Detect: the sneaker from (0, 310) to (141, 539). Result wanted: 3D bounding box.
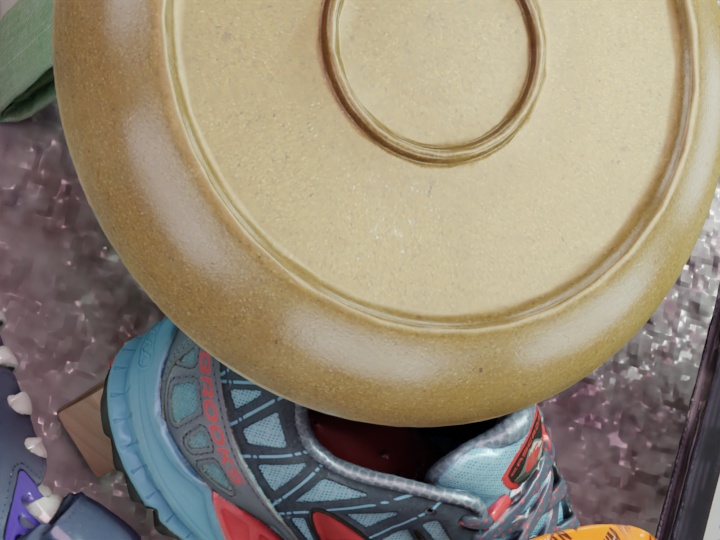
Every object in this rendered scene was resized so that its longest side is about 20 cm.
[{"bbox_3d":[-0.104,0.061,0.854,0.146,0.081,0.201,18,64,-16],"label":"sneaker"}]

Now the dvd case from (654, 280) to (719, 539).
[{"bbox_3d":[0.192,0.045,0.883,0.199,0.016,0.150,12,96,-18],"label":"dvd case"}]

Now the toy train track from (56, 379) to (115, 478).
[{"bbox_3d":[0.000,0.000,0.886,0.199,0.033,0.115,-32,98,-4],"label":"toy train track"}]

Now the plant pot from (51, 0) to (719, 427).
[{"bbox_3d":[0.016,-0.059,0.799,0.199,0.027,0.201,3,81,-21],"label":"plant pot"}]

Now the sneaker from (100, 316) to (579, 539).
[{"bbox_3d":[0.025,0.073,0.841,0.200,0.095,0.080,35,43,-23],"label":"sneaker"}]

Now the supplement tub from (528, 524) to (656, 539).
[{"bbox_3d":[0.078,0.173,0.751,0.122,0.123,0.201,-16,59,-18],"label":"supplement tub"}]

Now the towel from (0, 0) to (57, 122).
[{"bbox_3d":[-0.070,-0.162,0.897,0.023,0.152,0.201,12,68,-28],"label":"towel"}]
